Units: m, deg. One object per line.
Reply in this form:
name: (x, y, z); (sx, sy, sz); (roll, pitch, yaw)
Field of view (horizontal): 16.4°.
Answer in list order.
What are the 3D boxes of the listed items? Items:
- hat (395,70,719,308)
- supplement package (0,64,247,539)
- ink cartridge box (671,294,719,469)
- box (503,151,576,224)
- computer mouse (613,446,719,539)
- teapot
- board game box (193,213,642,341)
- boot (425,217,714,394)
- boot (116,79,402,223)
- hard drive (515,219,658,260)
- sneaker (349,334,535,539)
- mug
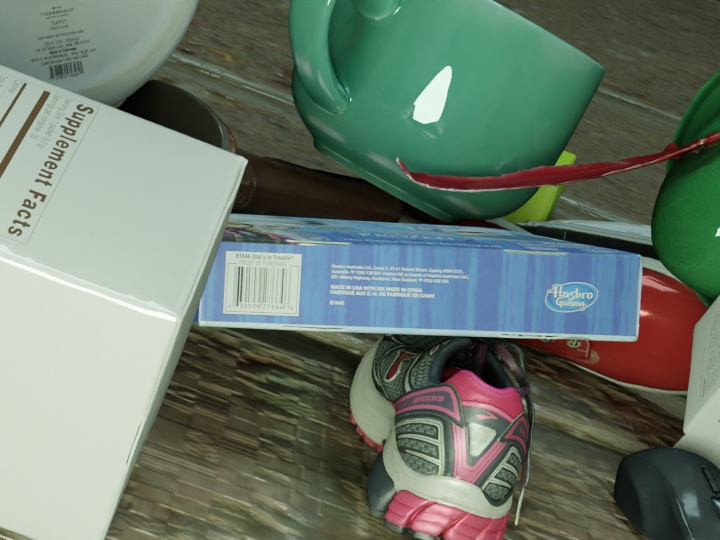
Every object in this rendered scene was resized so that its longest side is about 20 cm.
hat: (0.170, -0.027, 1.221); (0.176, 0.200, 0.166); (-7, 72, -50)
supplement package: (-0.161, -0.002, 0.923); (0.200, 0.121, 0.120); (21, 33, -2)
ink cartridge box: (0.232, 0.041, 1.203); (0.116, 0.200, 0.068); (16, 57, -9)
box: (0.073, -0.070, 1.627); (0.122, 0.048, 0.200); (23, 10, 5)
computer mouse: (0.175, 0.129, 1.133); (0.059, 0.034, 0.200); (13, 18, -30)
teapot: (-0.179, -0.165, 1.261); (0.200, 0.198, 0.146); (38, -13, -24)
board game box: (0.000, 0.000, 1.154); (0.200, 0.043, 0.199); (3, 3, -17)
boot: (0.096, 0.023, 1.330); (0.200, 0.073, 0.144); (19, 13, 26)
boot: (-0.044, -0.043, 1.320); (0.200, 0.064, 0.186); (17, -2, -32)
hard drive: (0.210, 0.000, 1.511); (0.200, 0.038, 0.140); (12, 7, 39)
sneaker: (0.046, 0.059, 1.124); (0.081, 0.075, 0.200); (18, 15, -10)
mug: (0.026, -0.102, 1.342); (0.185, 0.115, 0.152); (27, 5, -17)
